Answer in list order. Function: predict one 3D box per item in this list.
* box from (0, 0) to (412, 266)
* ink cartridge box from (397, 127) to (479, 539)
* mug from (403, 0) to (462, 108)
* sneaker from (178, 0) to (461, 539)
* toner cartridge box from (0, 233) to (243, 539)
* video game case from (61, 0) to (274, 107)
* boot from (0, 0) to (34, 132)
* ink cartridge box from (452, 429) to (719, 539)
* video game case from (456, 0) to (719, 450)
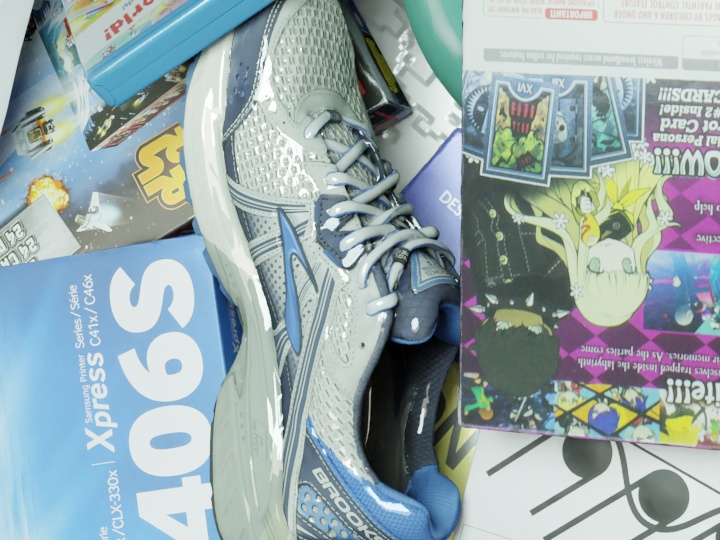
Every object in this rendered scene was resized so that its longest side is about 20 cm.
[{"bbox_3d":[-0.099,-0.067,0.998,0.199,0.040,0.137,-30,80,12],"label":"box"},{"bbox_3d":[0.034,0.088,0.954,0.198,0.047,0.200,42,101,14],"label":"ink cartridge box"},{"bbox_3d":[0.097,-0.119,0.907,0.152,0.114,0.185,35,98,14],"label":"mug"},{"bbox_3d":[0.000,0.000,0.898,0.085,0.077,0.201,-7,90,41],"label":"sneaker"},{"bbox_3d":[-0.075,0.093,0.941,0.094,0.043,0.201,-10,86,17],"label":"toner cartridge box"},{"bbox_3d":[-0.051,-0.159,0.942,0.143,0.018,0.200,-33,45,12],"label":"video game case"},{"bbox_3d":[-0.155,-0.123,0.927,0.095,0.074,0.201,8,102,-27],"label":"boot"},{"bbox_3d":[0.133,0.076,0.872,0.199,0.044,0.095,16,98,20],"label":"ink cartridge box"},{"bbox_3d":[0.126,-0.036,0.817,0.199,0.036,0.182,3,100,21],"label":"video game case"}]
